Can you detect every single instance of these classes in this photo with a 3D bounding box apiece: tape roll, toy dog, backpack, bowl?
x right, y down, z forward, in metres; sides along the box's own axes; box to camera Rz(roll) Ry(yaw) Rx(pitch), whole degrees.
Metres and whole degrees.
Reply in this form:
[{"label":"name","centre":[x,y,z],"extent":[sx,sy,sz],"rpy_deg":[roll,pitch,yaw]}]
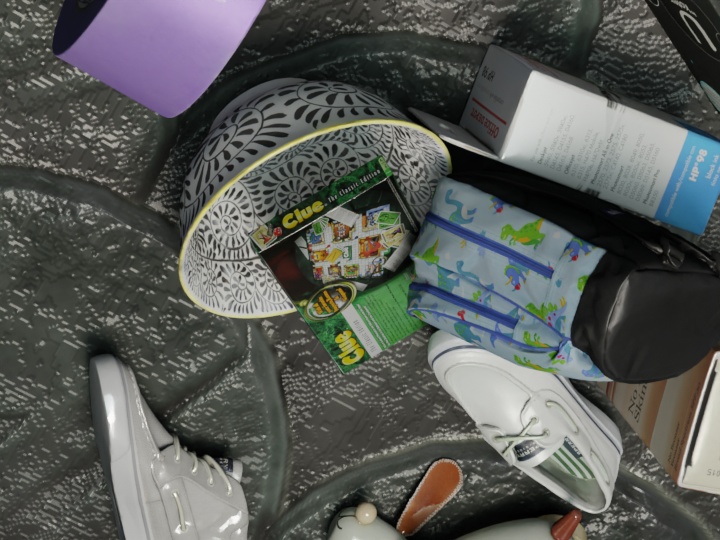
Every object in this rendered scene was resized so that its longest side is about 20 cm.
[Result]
[{"label":"tape roll","centre":[-0.111,-0.204,1.443],"extent":[0.085,0.200,0.201],"rpy_deg":[28,101,-19]},{"label":"toy dog","centre":[0.084,0.198,1.660],"extent":[0.198,0.132,0.097],"rpy_deg":[-1,131,-20]},{"label":"backpack","centre":[0.123,0.004,1.492],"extent":[0.163,0.200,0.155],"rpy_deg":[4,120,-54]},{"label":"bowl","centre":[-0.047,-0.066,1.538],"extent":[0.199,0.095,0.201],"rpy_deg":[-22,150,-13]}]

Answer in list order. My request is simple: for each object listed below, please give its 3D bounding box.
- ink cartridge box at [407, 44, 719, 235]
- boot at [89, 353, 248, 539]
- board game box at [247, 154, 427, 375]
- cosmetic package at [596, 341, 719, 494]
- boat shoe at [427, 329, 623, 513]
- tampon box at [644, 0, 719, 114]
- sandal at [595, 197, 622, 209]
[{"label":"ink cartridge box","centre":[0.143,-0.097,1.569],"extent":[0.199,0.116,0.067],"rpy_deg":[20,100,-16]},{"label":"boot","centre":[-0.133,0.141,1.626],"extent":[0.095,0.074,0.202],"rpy_deg":[-15,118,-12]},{"label":"board game box","centre":[0.000,0.000,1.561],"extent":[0.104,0.024,0.200],"rpy_deg":[-32,150,-1]},{"label":"cosmetic package","centre":[0.241,0.075,1.600],"extent":[0.086,0.200,0.104],"rpy_deg":[10,104,-13]},{"label":"boat shoe","centre":[0.124,0.107,1.626],"extent":[0.073,0.067,0.199],"rpy_deg":[-30,132,34]},{"label":"tampon box","centre":[0.272,-0.192,1.528],"extent":[0.126,0.150,0.200],"rpy_deg":[-41,118,-2]},{"label":"sandal","centre":[0.138,0.034,1.614],"extent":[0.075,0.045,0.201],"rpy_deg":[19,124,-15]}]
